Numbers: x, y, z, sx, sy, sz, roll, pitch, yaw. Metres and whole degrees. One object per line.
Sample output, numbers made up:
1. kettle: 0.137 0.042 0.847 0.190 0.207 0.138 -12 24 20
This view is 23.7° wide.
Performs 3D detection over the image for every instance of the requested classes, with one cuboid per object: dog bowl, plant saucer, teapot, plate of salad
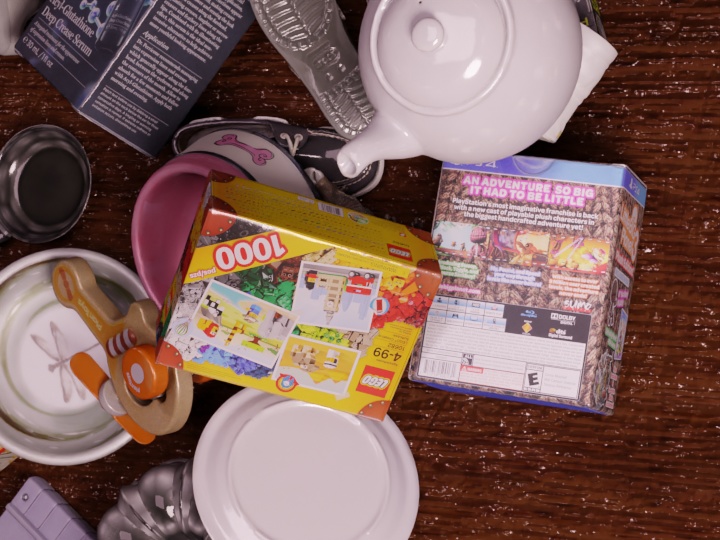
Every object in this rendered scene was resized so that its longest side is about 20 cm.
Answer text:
1. dog bowl: -0.121 -0.021 1.516 0.199 0.074 0.202 14 113 36
2. plant saucer: -0.272 0.081 1.601 0.198 0.050 0.202 0 82 2
3. teapot: 0.079 -0.183 1.361 0.196 0.146 0.202 -8 85 21
4. plate of salad: -0.048 0.185 1.483 0.198 0.048 0.201 6 60 -10

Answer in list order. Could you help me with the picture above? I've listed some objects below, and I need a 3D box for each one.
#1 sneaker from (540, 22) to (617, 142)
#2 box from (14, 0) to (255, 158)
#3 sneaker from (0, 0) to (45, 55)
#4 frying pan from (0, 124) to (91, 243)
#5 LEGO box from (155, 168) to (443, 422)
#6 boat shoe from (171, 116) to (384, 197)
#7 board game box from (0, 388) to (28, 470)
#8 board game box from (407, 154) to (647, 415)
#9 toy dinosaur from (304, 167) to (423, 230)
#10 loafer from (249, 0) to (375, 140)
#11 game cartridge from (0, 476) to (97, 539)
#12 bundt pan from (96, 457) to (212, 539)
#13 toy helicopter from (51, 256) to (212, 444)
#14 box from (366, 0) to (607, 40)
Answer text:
1. sneaker: 0.104 -0.188 1.459 0.199 0.074 0.116 34 92 20
2. box: -0.200 -0.234 1.585 0.201 0.107 0.148 -54 46 4
3. sneaker: -0.342 -0.299 1.697 0.075 0.092 0.201 -3 57 36
4. frying pan: -0.322 -0.048 1.666 0.114 0.031 0.191 24 94 22
5. LEGO box: -0.053 0.022 1.409 0.199 0.077 0.150 15 115 -14
6. boat shoe: -0.078 -0.106 1.567 0.199 0.060 0.074 11 86 22
7. board game box: -0.420 0.155 1.662 0.200 0.046 0.152 -40 70 11
8. board game box: 0.143 0.009 1.447 0.158 0.097 0.202 8 84 21
9. toy dinosaur: 0.000 0.000 1.525 0.102 0.077 0.202 -4 99 34
10. loafer: -0.044 -0.206 1.540 0.075 0.070 0.201 -27 94 -4
11. game cartridge: -0.322 0.311 1.609 0.129 0.038 0.200 40 96 25
12. bundt pan: -0.150 0.259 1.515 0.200 0.076 0.204 -2 78 11
13. toy helicopter: -0.217 0.068 1.535 0.200 0.079 0.133 47 131 27
14. box: 0.108 -0.234 1.528 0.199 0.044 0.161 -17 77 18
